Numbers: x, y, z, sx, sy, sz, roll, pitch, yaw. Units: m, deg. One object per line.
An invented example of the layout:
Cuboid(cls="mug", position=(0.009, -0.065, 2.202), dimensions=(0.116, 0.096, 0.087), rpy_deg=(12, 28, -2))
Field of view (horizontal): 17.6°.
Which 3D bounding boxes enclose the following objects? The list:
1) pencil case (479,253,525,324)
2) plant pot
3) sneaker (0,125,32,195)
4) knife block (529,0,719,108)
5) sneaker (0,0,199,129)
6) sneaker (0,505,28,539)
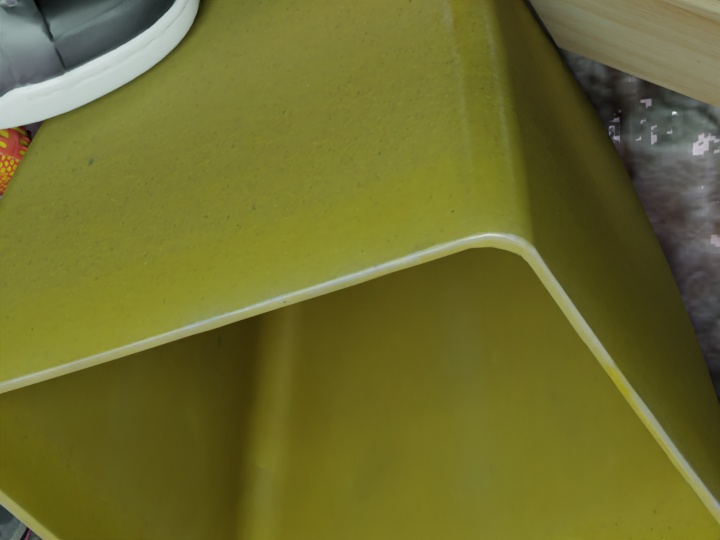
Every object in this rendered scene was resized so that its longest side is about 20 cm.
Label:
Cuboid(cls="pencil case", position=(0.039, 0.064, 0.919), dimensions=(0.087, 0.088, 0.200), rpy_deg=(18, 137, -24))
Cuboid(cls="plant pot", position=(0.000, 0.000, 0.758), dimensions=(0.199, 0.178, 0.200), rpy_deg=(-16, 139, 22))
Cuboid(cls="sneaker", position=(-0.207, -0.025, 0.787), dimensions=(0.198, 0.078, 0.073), rpy_deg=(-4, 164, 6))
Cuboid(cls="knife block", position=(0.146, -0.069, 0.692), dimensions=(0.199, 0.177, 0.064), rpy_deg=(-19, 138, 19))
Cuboid(cls="sneaker", position=(-0.155, -0.101, 0.710), dimensions=(0.198, 0.074, 0.112), rpy_deg=(-6, 142, 6))
Cuboid(cls="sneaker", position=(-0.205, 0.062, 0.891), dimensions=(0.199, 0.074, 0.087), rpy_deg=(28, 138, -27))
